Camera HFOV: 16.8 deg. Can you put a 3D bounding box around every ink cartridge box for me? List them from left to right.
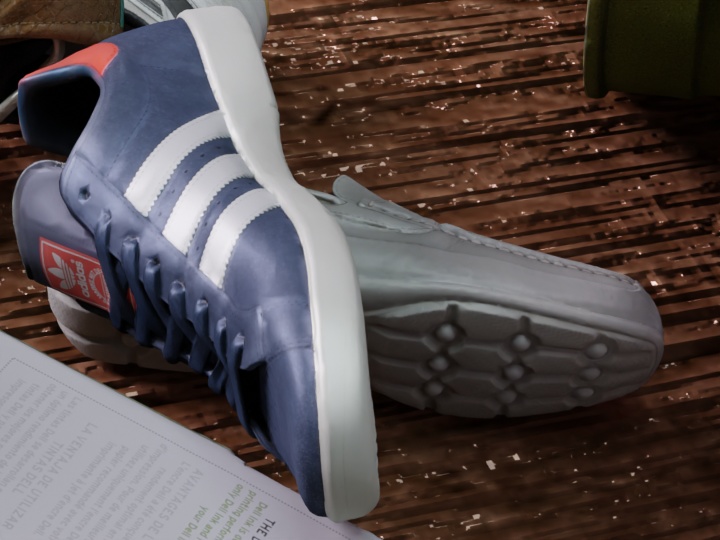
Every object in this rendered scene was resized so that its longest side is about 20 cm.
[{"bbox_3d":[-0.069,0.118,0.645,0.199,0.076,0.148,27,45,12],"label":"ink cartridge box"}]

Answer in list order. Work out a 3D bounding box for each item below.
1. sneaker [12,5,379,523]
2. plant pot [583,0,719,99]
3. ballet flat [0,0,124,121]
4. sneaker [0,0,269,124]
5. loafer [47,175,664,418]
[{"bbox_3d":[-0.052,0.002,0.698,0.084,0.075,0.200,-12,40,-11],"label":"sneaker"},{"bbox_3d":[0.193,-0.144,0.868,0.192,0.201,0.201,11,43,9],"label":"plant pot"},{"bbox_3d":[-0.166,-0.060,0.796,0.199,0.073,0.068,-22,6,2],"label":"ballet flat"},{"bbox_3d":[-0.133,-0.099,0.851,0.199,0.076,0.088,13,43,1],"label":"sneaker"},{"bbox_3d":[0.000,0.000,0.787,0.199,0.070,0.070,10,52,-3],"label":"loafer"}]
